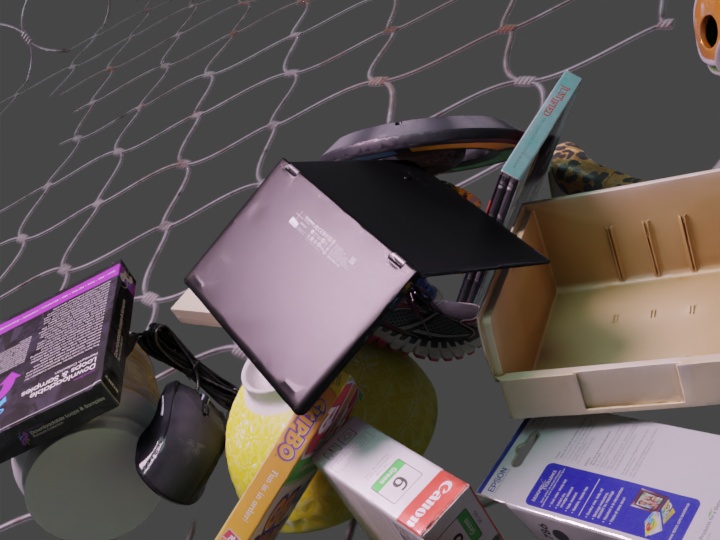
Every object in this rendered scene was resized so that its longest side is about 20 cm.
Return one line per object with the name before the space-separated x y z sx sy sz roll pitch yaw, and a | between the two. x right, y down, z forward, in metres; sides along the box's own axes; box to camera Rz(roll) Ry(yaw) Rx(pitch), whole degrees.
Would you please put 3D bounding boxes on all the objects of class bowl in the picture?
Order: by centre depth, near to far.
bowl | -0.043 0.114 0.864 0.199 0.108 0.201 -22 32 14

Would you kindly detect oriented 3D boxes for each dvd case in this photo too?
dvd case | 0.140 -0.065 0.903 0.022 0.200 0.146 28 54 11

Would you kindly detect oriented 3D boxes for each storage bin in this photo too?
storage bin | 0.211 0.016 0.758 0.199 0.094 0.199 -8 27 26

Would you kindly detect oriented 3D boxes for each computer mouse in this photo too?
computer mouse | -0.171 0.114 0.902 0.046 0.140 0.200 -45 10 21

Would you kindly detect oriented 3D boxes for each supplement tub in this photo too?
supplement tub | -0.262 0.150 0.963 0.145 0.146 0.200 -32 30 -2

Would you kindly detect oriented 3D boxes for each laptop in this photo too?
laptop | 0.000 0.000 0.771 0.200 0.116 0.187 -50 46 2

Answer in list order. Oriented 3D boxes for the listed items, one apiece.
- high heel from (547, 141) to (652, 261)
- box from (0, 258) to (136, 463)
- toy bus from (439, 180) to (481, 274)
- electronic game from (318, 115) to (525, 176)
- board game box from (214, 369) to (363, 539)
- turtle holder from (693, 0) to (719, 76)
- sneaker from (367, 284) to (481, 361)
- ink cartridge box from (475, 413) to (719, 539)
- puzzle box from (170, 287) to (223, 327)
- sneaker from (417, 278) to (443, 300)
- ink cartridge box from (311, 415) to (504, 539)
high heel | 0.252 -0.077 0.940 0.142 0.072 0.200 -9 33 14
box | -0.277 0.081 0.900 0.142 0.036 0.200 -26 29 8
toy bus | 0.060 -0.042 0.980 0.065 0.078 0.200 -61 23 -8
electronic game | 0.059 -0.109 0.935 0.199 0.042 0.200 -7 -2 0
board game box | -0.063 0.164 0.736 0.030 0.096 0.200 32 80 14
turtle holder | 0.411 -0.227 0.962 0.141 0.185 0.132 -45 10 50
sneaker | 0.026 0.027 0.855 0.081 0.199 0.075 41 116 62
ink cartridge box | 0.186 0.150 0.679 0.199 0.039 0.100 8 47 45
puzzle box | -0.121 -0.010 1.192 0.133 0.025 0.200 2 44 43
sneaker | -0.016 0.014 1.004 0.199 0.089 0.079 -7 36 35
ink cartridge box | 0.058 0.181 0.674 0.050 0.109 0.200 -43 33 -19
